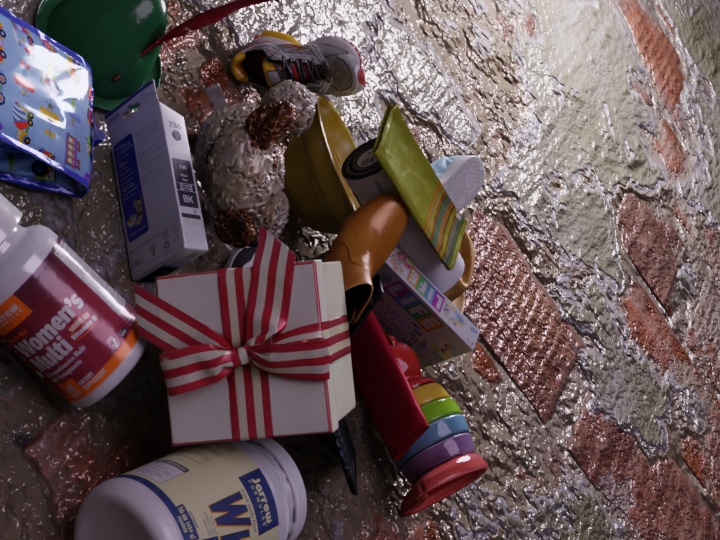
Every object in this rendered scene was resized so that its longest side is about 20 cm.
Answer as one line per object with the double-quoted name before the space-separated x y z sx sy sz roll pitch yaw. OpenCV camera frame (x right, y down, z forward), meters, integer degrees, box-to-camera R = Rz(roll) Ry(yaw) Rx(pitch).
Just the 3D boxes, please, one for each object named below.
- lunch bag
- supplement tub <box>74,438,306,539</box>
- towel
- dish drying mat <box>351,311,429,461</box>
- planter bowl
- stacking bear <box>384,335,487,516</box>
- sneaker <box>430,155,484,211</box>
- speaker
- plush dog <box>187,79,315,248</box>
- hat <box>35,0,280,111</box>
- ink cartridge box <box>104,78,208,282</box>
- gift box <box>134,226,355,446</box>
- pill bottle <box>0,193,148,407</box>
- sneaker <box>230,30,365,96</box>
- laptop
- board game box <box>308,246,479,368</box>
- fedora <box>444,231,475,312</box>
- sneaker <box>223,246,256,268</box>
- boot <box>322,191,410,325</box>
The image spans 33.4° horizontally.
"lunch bag" -0.344 -0.171 1.240 0.199 0.093 0.153 20 57 -46
"supplement tub" -0.160 0.245 1.161 0.199 0.144 0.147 -18 82 -51
"towel" 0.073 -0.096 1.419 0.201 0.018 0.087 55 36 -36
"dish drying mat" 0.020 0.125 1.447 0.018 0.077 0.202 3 49 -39
"planter bowl" -0.047 -0.112 1.519 0.200 0.082 0.203 -21 90 -79
"stacking bear" 0.065 0.180 1.486 0.113 0.122 0.202 -21 70 -19
"sneaker" 0.082 -0.090 1.603 0.199 0.081 0.075 -36 117 -38
"speaker" 0.056 -0.063 1.475 0.201 0.080 0.082 58 35 -33
"plush dog" -0.137 -0.124 1.373 0.158 0.203 0.172 12 13 -16
"hat" -0.241 -0.297 1.353 0.166 0.175 0.200 54 39 -10
"ink cartridge box" -0.226 -0.098 1.320 0.039 0.099 0.203 4 67 -47
"gift box" -0.109 0.064 1.189 0.187 0.182 0.203 -15 94 -82
"pill bottle" -0.305 0.028 1.149 0.200 0.109 0.110 46 41 -20
"sneaker" -0.079 -0.251 1.523 0.082 0.198 0.079 -40 131 -44
"laptop" 0.006 0.124 1.364 0.177 0.102 0.203 -92 164 -84
"board game box" 0.037 0.043 1.508 0.200 0.134 0.034 44 47 -21
"fedora" 0.102 -0.020 1.659 0.199 0.081 0.203 25 52 -37
"sneaker" -0.113 0.056 1.371 0.075 0.087 0.202 23 52 -36
"boot" -0.001 0.000 1.343 0.071 0.201 0.144 44 -3 -17
